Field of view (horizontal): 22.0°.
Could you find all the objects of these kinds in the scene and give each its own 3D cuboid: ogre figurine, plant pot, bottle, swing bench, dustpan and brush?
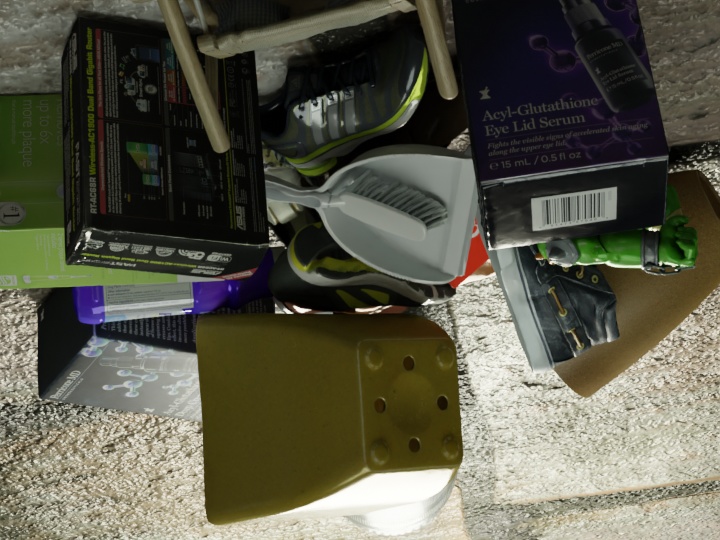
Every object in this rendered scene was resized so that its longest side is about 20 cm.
[{"bbox_3d":[0.197,-0.058,1.533,0.119,0.201,0.098,-8,143,-4],"label":"ogre figurine"},{"bbox_3d":[-0.013,0.126,1.691,0.194,0.197,0.200,1,172,-38],"label":"plant pot"},{"bbox_3d":[0.257,-0.007,1.760,0.200,0.187,0.186,-30,145,17],"label":"plant pot"},{"bbox_3d":[-0.167,0.009,1.716,0.199,0.066,0.084,-5,-173,-12],"label":"bottle"},{"bbox_3d":[-0.046,-0.212,1.361,0.198,0.130,0.200,-11,146,10],"label":"swing bench"},{"bbox_3d":[-0.006,-0.058,1.562,0.199,0.057,0.140,19,133,13],"label":"dustpan and brush"}]

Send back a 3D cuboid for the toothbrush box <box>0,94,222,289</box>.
[{"bbox_3d":[-0.214,-0.069,1.553,0.199,0.146,0.086,-1,144,-8],"label":"toothbrush box"}]

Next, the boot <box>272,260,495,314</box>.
[{"bbox_3d":[0.029,0.000,1.796,0.199,0.069,0.188,-19,150,31],"label":"boot"}]

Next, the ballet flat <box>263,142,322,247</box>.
[{"bbox_3d":[-0.064,-0.064,1.678,0.072,0.072,0.200,-15,150,15],"label":"ballet flat"}]

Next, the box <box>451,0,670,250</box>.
[{"bbox_3d":[0.155,-0.133,1.462,0.147,0.201,0.104,-9,150,2],"label":"box"}]

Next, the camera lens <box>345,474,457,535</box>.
[{"bbox_3d":[0.029,0.194,2.067,0.159,0.161,0.200,-7,151,1],"label":"camera lens"}]

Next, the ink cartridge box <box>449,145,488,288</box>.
[{"bbox_3d":[0.142,-0.068,1.648,0.200,0.057,0.163,-45,145,0],"label":"ink cartridge box"}]

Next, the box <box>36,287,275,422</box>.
[{"bbox_3d":[-0.203,0.065,1.845,0.199,0.108,0.148,11,148,-27],"label":"box"}]

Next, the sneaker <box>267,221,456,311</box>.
[{"bbox_3d":[0.000,0.000,1.705,0.199,0.075,0.085,11,151,-37],"label":"sneaker"}]

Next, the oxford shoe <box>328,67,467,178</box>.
[{"bbox_3d":[0.050,-0.107,1.611,0.072,0.085,0.200,19,141,-35],"label":"oxford shoe"}]

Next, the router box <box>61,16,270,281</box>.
[{"bbox_3d":[-0.156,-0.095,1.464,0.149,0.201,0.062,7,149,-21],"label":"router box"}]

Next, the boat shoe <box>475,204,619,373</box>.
[{"bbox_3d":[0.165,-0.005,1.633,0.091,0.071,0.201,-22,125,0],"label":"boat shoe"}]

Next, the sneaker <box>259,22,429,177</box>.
[{"bbox_3d":[-0.018,-0.145,1.542,0.081,0.074,0.200,20,140,-34],"label":"sneaker"}]
